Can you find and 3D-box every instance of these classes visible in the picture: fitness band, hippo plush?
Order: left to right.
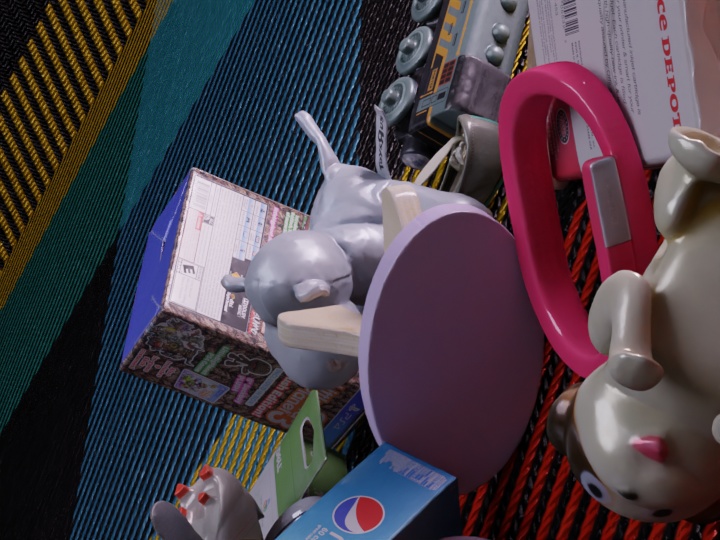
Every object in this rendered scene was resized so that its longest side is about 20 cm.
[{"bbox_3d":[0.000,0.000,1.496,0.159,0.201,0.161,-1,25,37],"label":"hippo plush"},{"bbox_3d":[0.136,-0.030,1.265,0.144,0.037,0.201,-150,47,-67],"label":"fitness band"}]

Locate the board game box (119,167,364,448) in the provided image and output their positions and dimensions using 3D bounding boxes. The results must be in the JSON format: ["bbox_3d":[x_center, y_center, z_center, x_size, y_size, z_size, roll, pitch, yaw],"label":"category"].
[{"bbox_3d":[-0.084,0.033,1.723,0.097,0.200,0.160,-51,23,45],"label":"board game box"}]

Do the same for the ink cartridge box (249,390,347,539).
[{"bbox_3d":[-0.054,0.204,1.659,0.200,0.059,0.104,-59,19,26],"label":"ink cartridge box"}]

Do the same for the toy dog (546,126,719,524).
[{"bbox_3d":[0.174,0.036,1.064,0.194,0.139,0.200,-88,24,-79],"label":"toy dog"}]

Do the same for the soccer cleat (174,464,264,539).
[{"bbox_3d":[-0.104,0.230,1.500,0.069,0.078,0.200,-34,31,30],"label":"soccer cleat"}]

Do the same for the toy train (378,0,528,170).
[{"bbox_3d":[0.086,-0.179,1.697,0.114,0.085,0.200,-17,49,53],"label":"toy train"}]

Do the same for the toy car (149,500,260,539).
[{"bbox_3d":[-0.051,0.216,1.398,0.158,0.200,0.164,-61,19,21],"label":"toy car"}]

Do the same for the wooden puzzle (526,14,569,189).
[{"bbox_3d":[0.148,-0.186,1.492,0.200,0.037,0.185,-90,0,-55],"label":"wooden puzzle"}]

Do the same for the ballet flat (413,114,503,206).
[{"bbox_3d":[0.057,-0.031,1.613,0.200,0.064,0.067,-65,17,9],"label":"ballet flat"}]

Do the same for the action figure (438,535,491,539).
[{"bbox_3d":[0.018,0.271,1.261,0.149,0.134,0.201,-49,-28,-71],"label":"action figure"}]

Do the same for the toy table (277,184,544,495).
[{"bbox_3d":[0.047,0.041,1.396,0.117,0.183,0.201,-139,56,-63],"label":"toy table"}]

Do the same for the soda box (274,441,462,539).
[{"bbox_3d":[-0.020,0.199,1.288,0.200,0.064,0.068,-38,-42,-34],"label":"soda box"}]

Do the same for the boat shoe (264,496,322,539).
[{"bbox_3d":[-0.057,0.275,1.556,0.086,0.074,0.202,-114,46,-67],"label":"boat shoe"}]

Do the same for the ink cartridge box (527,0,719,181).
[{"bbox_3d":[0.185,-0.137,1.241,0.200,0.084,0.145,174,88,-70],"label":"ink cartridge box"}]
